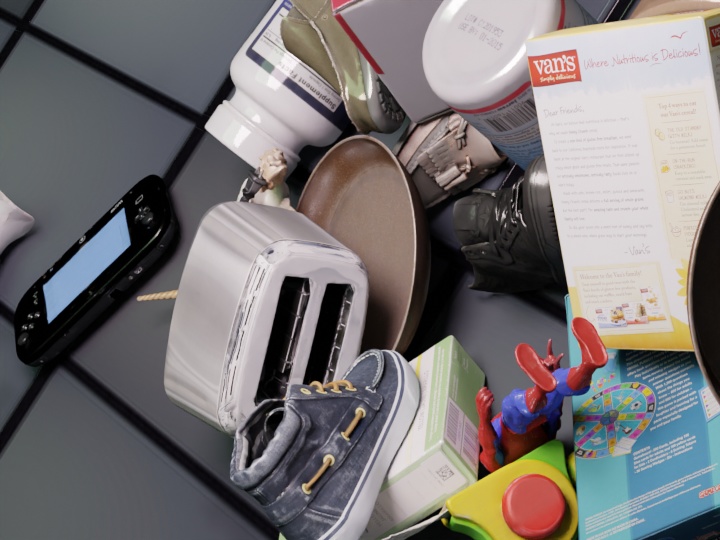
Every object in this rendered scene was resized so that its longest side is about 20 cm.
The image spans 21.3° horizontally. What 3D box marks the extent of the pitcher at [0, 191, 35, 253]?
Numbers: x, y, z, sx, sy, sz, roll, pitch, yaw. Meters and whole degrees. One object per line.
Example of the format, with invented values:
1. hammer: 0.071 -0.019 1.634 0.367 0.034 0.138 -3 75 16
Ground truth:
1. pitcher: -0.420 0.006 1.860 0.201 0.121 0.171 -53 18 -14

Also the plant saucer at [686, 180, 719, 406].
1. plant saucer: 0.264 0.009 1.109 0.202 0.199 0.034 -63 23 -9

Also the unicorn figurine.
1. unicorn figurine: -0.097 -0.009 1.553 0.201 0.073 0.138 -56 21 17

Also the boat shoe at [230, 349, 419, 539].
1. boat shoe: -0.022 0.098 1.275 0.071 0.091 0.201 -32 21 31

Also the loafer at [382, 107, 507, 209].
1. loafer: 0.100 -0.114 1.450 0.200 0.072 0.063 -45 47 7

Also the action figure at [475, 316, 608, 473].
1. action figure: 0.108 0.086 1.234 0.065 0.200 0.052 -29 71 -19

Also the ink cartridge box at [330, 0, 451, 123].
1. ink cartridge box: 0.033 -0.238 1.426 0.082 0.146 0.202 -21 53 18

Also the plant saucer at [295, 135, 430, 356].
1. plant saucer: 0.000 0.000 1.449 0.200 0.032 0.203 -18 68 56

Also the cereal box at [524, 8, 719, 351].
1. cereal box: 0.178 -0.052 1.162 0.143 0.039 0.202 1 105 49

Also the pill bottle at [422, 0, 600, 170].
1. pill bottle: 0.140 -0.115 1.304 0.108 0.200 0.110 -24 48 31

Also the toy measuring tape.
1. toy measuring tape: 0.077 0.178 1.239 0.199 0.074 0.074 -28 38 -13

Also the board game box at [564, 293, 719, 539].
1. board game box: 0.204 0.079 1.214 0.150 0.047 0.202 -30 45 38

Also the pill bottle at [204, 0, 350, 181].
1. pill bottle: -0.039 -0.174 1.591 0.201 0.111 0.111 -53 40 3

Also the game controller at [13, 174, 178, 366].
1. game controller: -0.242 0.000 1.728 0.200 0.042 0.105 -42 42 15

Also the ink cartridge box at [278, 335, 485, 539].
1. ink cartridge box: -0.002 0.147 1.346 0.199 0.048 0.146 -35 20 21

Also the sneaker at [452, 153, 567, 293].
1. sneaker: 0.105 -0.029 1.311 0.103 0.200 0.061 10 73 20

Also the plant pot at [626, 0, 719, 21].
1. plant pot: 0.284 -0.150 1.218 0.199 0.201 0.175 3 48 46

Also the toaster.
1. toaster: -0.066 0.036 1.411 0.129 0.113 0.202 30 108 59

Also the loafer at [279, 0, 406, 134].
1. loafer: -0.020 -0.174 1.473 0.069 0.075 0.201 -28 51 12
